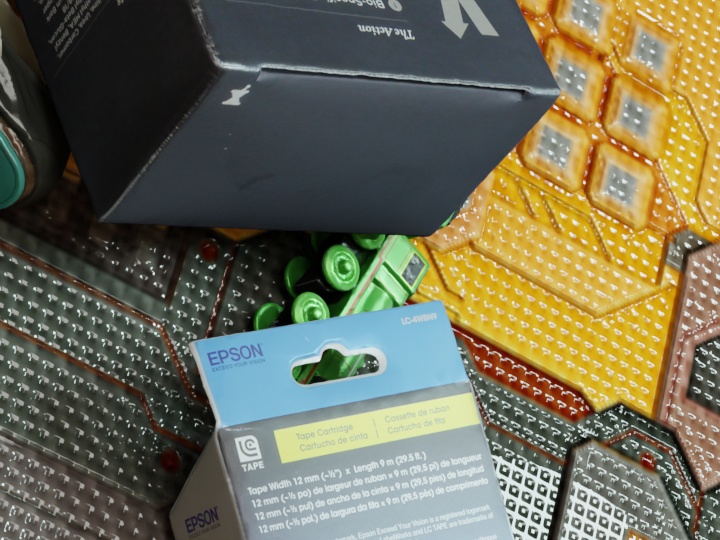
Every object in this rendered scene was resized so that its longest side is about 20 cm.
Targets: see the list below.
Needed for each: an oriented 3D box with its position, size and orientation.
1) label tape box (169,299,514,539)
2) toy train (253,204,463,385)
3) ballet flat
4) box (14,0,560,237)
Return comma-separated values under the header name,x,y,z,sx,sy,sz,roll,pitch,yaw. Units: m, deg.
name,x,y,z,sx,sy,sz,roll,pitch,yaw
label tape box,-0.006,0.125,1.248,0.143,0.066,0.201,-9,77,-35
toy train,0.000,0.000,1.323,0.056,0.042,0.200,48,52,-22
ballet flat,-0.195,-0.119,1.228,0.200,0.068,0.068,58,41,-13
box,-0.045,-0.129,1.254,0.196,0.117,0.200,2,53,-39
